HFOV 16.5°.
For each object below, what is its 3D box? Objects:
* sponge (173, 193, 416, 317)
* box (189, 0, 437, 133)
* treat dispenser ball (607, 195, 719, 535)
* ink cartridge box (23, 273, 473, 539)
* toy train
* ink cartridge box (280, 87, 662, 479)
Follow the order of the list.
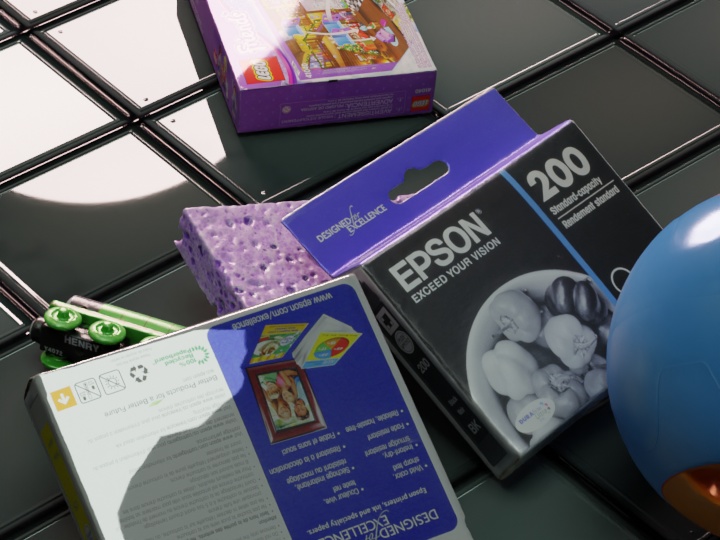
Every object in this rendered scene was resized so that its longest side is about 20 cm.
[{"bbox_3d":[0.000,0.000,1.486,0.199,0.030,0.112,-5,41,-29],"label":"sponge"},{"bbox_3d":[-0.040,-0.175,1.706,0.136,0.039,0.200,-6,42,-14],"label":"box"},{"bbox_3d":[0.234,0.051,1.337,0.200,0.202,0.201,3,41,-2],"label":"treat dispenser ball"},{"bbox_3d":[-0.054,0.121,1.337,0.197,0.047,0.201,-17,74,-24],"label":"ink cartridge box"},{"bbox_3d":[-0.095,0.054,1.437,0.199,0.042,0.056,17,32,14],"label":"toy train"},{"bbox_3d":[0.086,-0.006,1.464,0.198,0.043,0.200,-34,79,-36],"label":"ink cartridge box"}]
